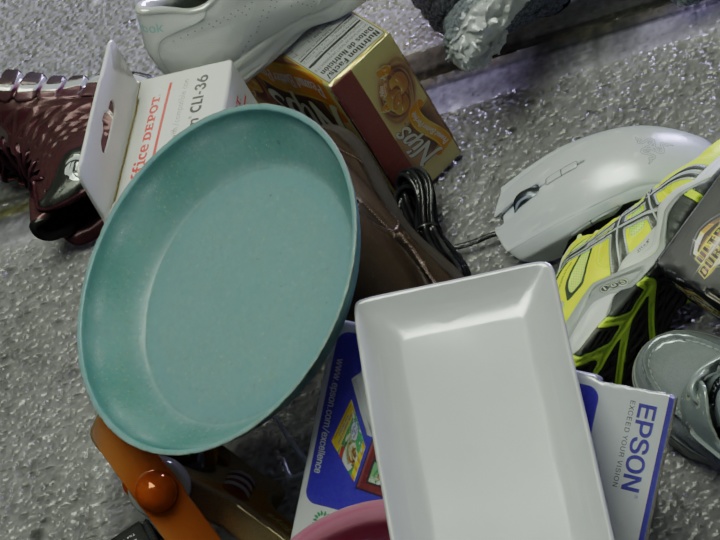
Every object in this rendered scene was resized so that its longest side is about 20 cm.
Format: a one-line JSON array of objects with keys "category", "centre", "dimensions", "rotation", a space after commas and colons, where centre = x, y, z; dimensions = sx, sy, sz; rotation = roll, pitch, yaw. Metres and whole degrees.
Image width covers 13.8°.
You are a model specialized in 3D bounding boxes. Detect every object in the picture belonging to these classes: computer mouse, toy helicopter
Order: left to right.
[{"category": "toy helicopter", "centre": [-0.073, 0.132, 1.654], "dimensions": [0.200, 0.132, 0.079], "rotation": [35, 101, 27]}, {"category": "computer mouse", "centre": [0.113, -0.045, 1.751], "dimensions": [0.200, 0.044, 0.110], "rotation": [-19, 44, 15]}]

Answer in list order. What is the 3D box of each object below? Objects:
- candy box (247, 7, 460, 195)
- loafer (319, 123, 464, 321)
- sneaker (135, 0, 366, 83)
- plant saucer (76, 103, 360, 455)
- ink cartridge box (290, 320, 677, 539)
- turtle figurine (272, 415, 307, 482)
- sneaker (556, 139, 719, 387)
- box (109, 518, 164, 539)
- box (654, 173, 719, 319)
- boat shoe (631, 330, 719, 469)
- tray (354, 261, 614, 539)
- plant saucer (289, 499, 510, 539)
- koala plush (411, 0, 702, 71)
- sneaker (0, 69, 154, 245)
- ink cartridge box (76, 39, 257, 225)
[{"category": "candy box", "centre": [-0.035, -0.130, 1.862], "dimensions": [0.055, 0.115, 0.200], "rotation": [-45, 44, -11]}, {"category": "loafer", "centre": [0.000, 0.000, 1.716], "dimensions": [0.073, 0.071, 0.200], "rotation": [-48, 64, 24]}, {"category": "sneaker", "centre": [-0.047, -0.189, 1.772], "dimensions": [0.200, 0.089, 0.075], "rotation": [-41, 42, -9]}, {"category": "plant saucer", "centre": [-0.069, 0.009, 1.602], "dimensions": [0.200, 0.036, 0.200], "rotation": [-19, 59, 35]}, {"category": "ink cartridge box", "centre": [0.060, 0.141, 1.544], "dimensions": [0.200, 0.047, 0.198], "rotation": [12, 90, 25]}, {"category": "turtle figurine", "centre": [0.054, 0.090, 1.622], "dimensions": [0.200, 0.101, 0.150], "rotation": [34, 101, 30]}, {"category": "sneaker", "centre": [0.159, -0.013, 1.673], "dimensions": [0.200, 0.075, 0.076], "rotation": [-45, 45, -14]}, {"category": "box", "centre": [-0.167, 0.252, 1.651], "dimensions": [0.200, 0.044, 0.160], "rotation": [-33, 43, 1]}, {"category": "box", "centre": [0.293, -0.028, 1.580], "dimensions": [0.198, 0.050, 0.200], "rotation": [33, 83, 34]}, {"category": "boat shoe", "centre": [0.210, 0.076, 1.565], "dimensions": [0.070, 0.072, 0.201], "rotation": [-42, 44, -9]}, {"category": "tray", "centre": [0.062, 0.088, 1.480], "dimensions": [0.107, 0.022, 0.200], "rotation": [-13, 53, 4]}, {"category": "plant saucer", "centre": [0.027, 0.216, 1.502], "dimensions": [0.200, 0.051, 0.201], "rotation": [-2, 85, 27]}, {"category": "koala plush", "centre": [0.104, -0.222, 1.838], "dimensions": [0.200, 0.184, 0.177], "rotation": [-41, 42, 10]}, {"category": "sneaker", "centre": [-0.221, -0.069, 1.951], "dimensions": [0.200, 0.076, 0.116], "rotation": [-4, 53, 27]}, {"category": "ink cartridge box", "centre": [-0.087, -0.039, 1.750], "dimensions": [0.067, 0.200, 0.117], "rotation": [-11, 48, 22]}]
